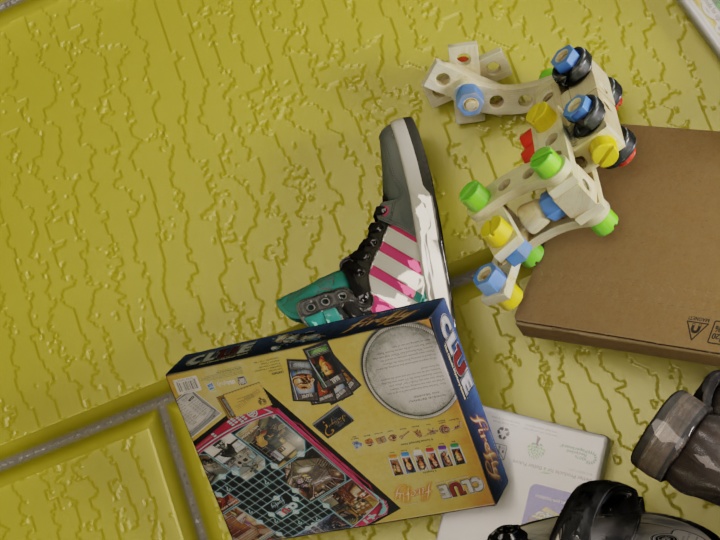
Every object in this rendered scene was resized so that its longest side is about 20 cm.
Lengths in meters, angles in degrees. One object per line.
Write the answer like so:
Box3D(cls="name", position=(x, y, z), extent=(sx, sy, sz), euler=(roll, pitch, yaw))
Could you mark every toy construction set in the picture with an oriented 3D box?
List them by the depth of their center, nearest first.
Box3D(cls="toy construction set", position=(0.112, -0.080, 1.124), extent=(0.131, 0.092, 0.201), euler=(-37, 44, 24))

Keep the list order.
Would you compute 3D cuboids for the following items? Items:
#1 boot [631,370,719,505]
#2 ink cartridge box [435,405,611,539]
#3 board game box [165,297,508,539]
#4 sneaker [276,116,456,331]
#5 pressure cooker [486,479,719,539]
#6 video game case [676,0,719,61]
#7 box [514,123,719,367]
Box3D(cls="boot", position=(0.256, 0.140, 1.003), extent=(0.174, 0.200, 0.070), euler=(35, 105, 19))
Box3D(cls="ink cartridge box", position=(0.098, 0.197, 1.124), extent=(0.099, 0.039, 0.202), euler=(13, 83, 15))
Box3D(cls="board game box", position=(-0.017, 0.104, 1.116), extent=(0.199, 0.035, 0.136), euler=(-13, 107, 25))
Box3D(cls="sneaker", position=(0.000, 0.000, 1.160), extent=(0.120, 0.084, 0.202), euler=(-8, 80, 3))
Box3D(cls="pressure cooker", position=(0.140, 0.228, 0.988), extent=(0.177, 0.176, 0.202), euler=(-13, 103, -20))
Box3D(cls="video game case", position=(0.306, -0.215, 1.146), extent=(0.181, 0.023, 0.201), euler=(-34, 75, 6))
Box3D(cls="box", position=(0.213, -0.019, 1.080), extent=(0.199, 0.021, 0.164), euler=(8, 63, 37))
